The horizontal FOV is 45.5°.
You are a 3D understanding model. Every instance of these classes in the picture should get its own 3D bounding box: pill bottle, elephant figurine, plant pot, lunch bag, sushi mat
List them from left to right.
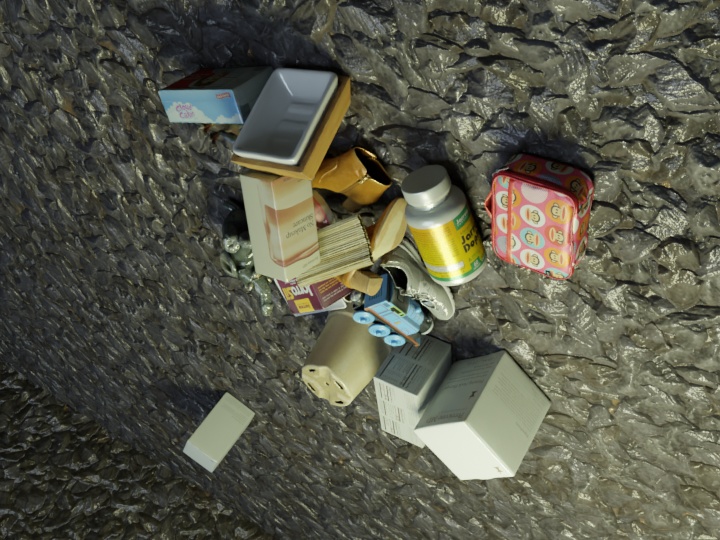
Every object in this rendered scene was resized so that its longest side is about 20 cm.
[{"bbox_3d":[-0.251,-0.025,1.913,0.141,0.156,0.201,8,132,4],"label":"elephant figurine"},{"bbox_3d":[-0.060,-0.035,1.625,0.199,0.012,0.096,-19,88,40],"label":"sushi mat"},{"bbox_3d":[-0.033,0.195,1.935,0.200,0.184,0.201,24,144,19],"label":"plant pot"},{"bbox_3d":[0.143,-0.081,1.509,0.112,0.113,0.201,5,134,39],"label":"pill bottle"},{"bbox_3d":[0.283,-0.092,1.403,0.176,0.082,0.201,22,142,28],"label":"lunch bag"}]

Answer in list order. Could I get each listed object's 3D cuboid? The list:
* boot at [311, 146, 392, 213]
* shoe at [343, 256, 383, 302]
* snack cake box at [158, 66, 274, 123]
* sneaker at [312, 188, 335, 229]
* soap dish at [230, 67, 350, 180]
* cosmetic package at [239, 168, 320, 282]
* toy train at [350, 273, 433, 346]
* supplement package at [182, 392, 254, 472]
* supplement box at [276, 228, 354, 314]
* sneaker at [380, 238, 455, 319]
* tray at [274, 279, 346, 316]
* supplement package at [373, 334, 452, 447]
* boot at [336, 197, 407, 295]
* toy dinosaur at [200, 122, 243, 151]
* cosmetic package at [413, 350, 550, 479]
[{"bbox_3d":[-0.044,-0.195,1.590,0.201,0.071,0.144,35,146,-9],"label":"boot"},{"bbox_3d":[0.000,0.000,1.790,0.070,0.053,0.200,32,146,8],"label":"shoe"},{"bbox_3d":[-0.259,-0.323,1.584,0.199,0.115,0.067,9,127,37],"label":"snack cake box"},{"bbox_3d":[-0.141,-0.131,1.669,0.200,0.104,0.075,48,160,19],"label":"sneaker"},{"bbox_3d":[-0.114,-0.251,1.484,0.157,0.201,0.081,13,158,32],"label":"soap dish"},{"bbox_3d":[-0.145,-0.094,1.576,0.087,0.103,0.201,17,126,36],"label":"cosmetic package"},{"bbox_3d":[0.068,0.088,1.766,0.114,0.087,0.200,-19,138,35],"label":"toy train"},{"bbox_3d":[-0.438,0.502,2.662,0.117,0.200,0.117,36,146,1],"label":"supplement package"},{"bbox_3d":[-0.116,-0.023,1.775,0.131,0.103,0.201,-14,105,54],"label":"supplement box"},{"bbox_3d":[0.106,0.032,1.703,0.200,0.082,0.075,48,145,-14],"label":"sneaker"},{"bbox_3d":[-0.112,0.046,1.966,0.200,0.022,0.108,-12,110,49],"label":"tray"},{"bbox_3d":[0.122,0.259,1.893,0.110,0.156,0.201,21,143,25],"label":"supplement package"},{"bbox_3d":[0.002,-0.064,1.640,0.144,0.071,0.202,31,106,40],"label":"boot"},{"bbox_3d":[-0.210,-0.287,1.630,0.181,0.201,0.105,-15,142,5],"label":"toy dinosaur"},{"bbox_3d":[0.254,0.303,1.783,0.166,0.200,0.167,48,144,-15],"label":"cosmetic package"}]
